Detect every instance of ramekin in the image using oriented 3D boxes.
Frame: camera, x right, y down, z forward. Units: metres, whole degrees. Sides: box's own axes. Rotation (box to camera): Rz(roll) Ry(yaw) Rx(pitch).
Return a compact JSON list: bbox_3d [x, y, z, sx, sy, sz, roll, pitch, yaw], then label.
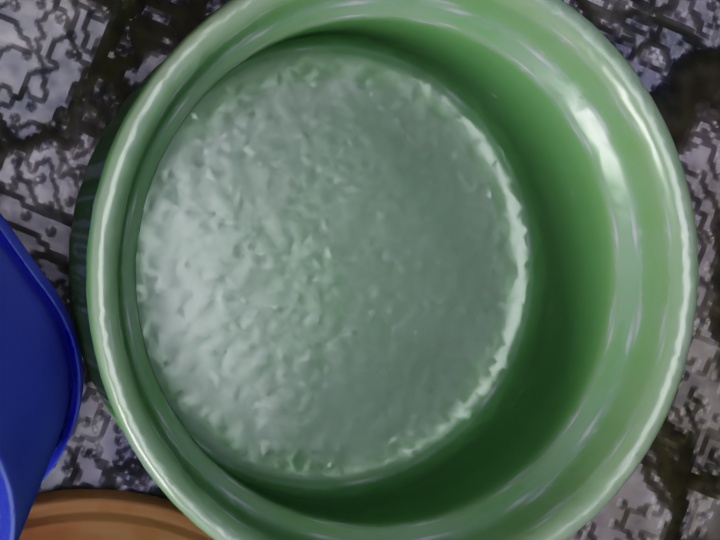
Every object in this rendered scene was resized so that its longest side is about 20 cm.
[{"bbox_3d":[0.000,0.000,0.821,0.199,0.098,0.201,-1,92,-18],"label":"ramekin"}]

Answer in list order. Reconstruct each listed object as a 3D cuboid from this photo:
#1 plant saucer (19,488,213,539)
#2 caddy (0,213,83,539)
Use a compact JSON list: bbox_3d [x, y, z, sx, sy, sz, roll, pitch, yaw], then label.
[{"bbox_3d":[-0.093,0.177,0.863,0.199,0.037,0.201,-1,95,-9],"label":"plant saucer"},{"bbox_3d":[-0.175,0.018,0.788,0.141,0.105,0.200,-20,119,20],"label":"caddy"}]
